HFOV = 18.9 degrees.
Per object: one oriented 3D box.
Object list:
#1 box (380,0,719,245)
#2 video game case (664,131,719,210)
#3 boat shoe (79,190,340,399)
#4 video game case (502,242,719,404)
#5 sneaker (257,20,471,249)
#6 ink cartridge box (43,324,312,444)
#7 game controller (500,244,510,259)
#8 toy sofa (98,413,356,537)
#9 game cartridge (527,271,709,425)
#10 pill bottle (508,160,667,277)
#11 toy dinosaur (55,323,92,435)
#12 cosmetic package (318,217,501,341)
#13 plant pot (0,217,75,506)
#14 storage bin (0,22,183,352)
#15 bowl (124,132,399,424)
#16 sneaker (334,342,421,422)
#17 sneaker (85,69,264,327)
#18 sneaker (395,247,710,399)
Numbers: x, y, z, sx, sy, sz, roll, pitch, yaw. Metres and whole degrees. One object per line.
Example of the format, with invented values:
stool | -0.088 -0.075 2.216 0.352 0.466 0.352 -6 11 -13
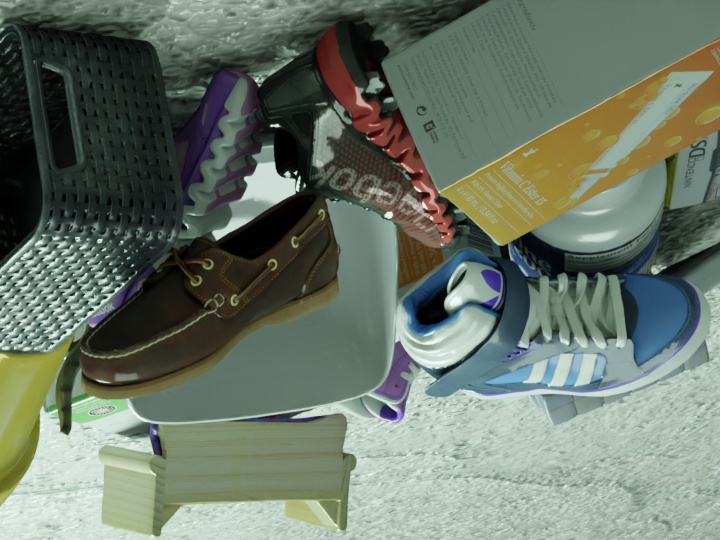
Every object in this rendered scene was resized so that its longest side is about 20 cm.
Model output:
box | 0.134 -0.116 1.314 0.199 0.098 0.124 -29 156 13
video game case | 0.322 -0.107 1.582 0.199 0.026 0.181 -12 159 0
boat shoe | -0.092 0.010 1.297 0.070 0.071 0.200 19 -145 36
video game case | 0.220 0.035 1.732 0.200 0.024 0.182 -33 180 -23
sneaker | 0.001 -0.074 1.378 0.098 0.071 0.201 -23 139 15
ink cartridge box | -0.140 0.073 1.706 0.146 0.085 0.200 -20 159 21
game controller | 0.136 -0.008 1.730 0.199 0.042 0.105 -4 143 -20
toy sofa | -0.106 0.160 1.744 0.199 0.098 0.083 2 -179 -37
game cartridge | 0.166 0.039 1.611 0.129 0.200 0.039 -19 115 -4
pill bottle | 0.156 -0.052 1.512 0.110 0.111 0.200 -12 159 0
toy dinosaur | -0.180 0.029 1.539 0.088 0.200 0.047 3 141 49
cosmetic package | 0.000 0.000 1.576 0.200 0.102 0.071 -26 156 30
plant pot | -0.288 0.058 1.459 0.200 0.201 0.189 6 140 -39
storage bin | -0.199 -0.045 1.303 0.093 0.136 0.200 3 154 -34
bowl | -0.079 -0.005 1.470 0.199 0.075 0.201 -7 117 -12
sneaker | 0.040 0.071 1.762 0.200 0.115 0.073 -1 155 -28
sneaker | -0.129 -0.039 1.360 0.088 0.201 0.080 27 -170 13
sneaker | 0.122 0.030 1.457 0.199 0.081 0.146 -12 154 22
